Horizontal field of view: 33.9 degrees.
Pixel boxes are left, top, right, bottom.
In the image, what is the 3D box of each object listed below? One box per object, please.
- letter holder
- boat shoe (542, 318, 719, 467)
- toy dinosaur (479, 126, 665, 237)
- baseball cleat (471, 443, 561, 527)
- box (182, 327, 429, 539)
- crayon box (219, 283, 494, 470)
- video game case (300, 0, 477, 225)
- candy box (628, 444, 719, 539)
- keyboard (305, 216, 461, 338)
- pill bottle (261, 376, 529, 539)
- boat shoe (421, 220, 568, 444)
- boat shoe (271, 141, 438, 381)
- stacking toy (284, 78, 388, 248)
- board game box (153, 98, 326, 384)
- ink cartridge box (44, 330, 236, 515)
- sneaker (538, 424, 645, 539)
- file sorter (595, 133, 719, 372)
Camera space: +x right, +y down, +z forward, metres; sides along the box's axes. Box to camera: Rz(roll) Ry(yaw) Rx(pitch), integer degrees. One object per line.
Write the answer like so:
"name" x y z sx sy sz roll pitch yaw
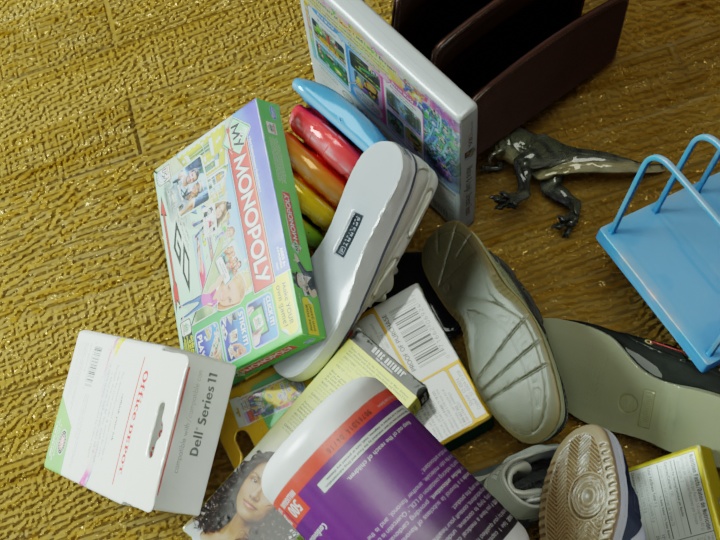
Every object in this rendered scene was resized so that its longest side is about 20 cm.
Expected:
"letter holder" 0.128 -0.210 0.997 0.199 0.143 0.101 -36 64 -24
"boat shoe" 0.222 0.091 0.931 0.200 0.063 0.074 24 113 29
"toy dinosaur" 0.160 -0.083 1.020 0.198 0.048 0.089 14 63 10
"baseball cleat" 0.082 0.179 0.885 0.199 0.107 0.070 -30 71 -3
"box" -0.038 0.144 0.889 0.075 0.050 0.200 38 80 16
"crayon box" -0.009 0.116 0.948 0.199 0.052 0.126 -29 71 -2
"video game case" 0.024 -0.144 0.987 0.024 0.182 0.200 -38 67 -13
"candy box" 0.231 0.238 0.857 0.102 0.026 0.202 -25 61 35
"keyboard" -0.012 0.003 1.021 0.198 0.021 0.128 -2 72 6
"pill bottle" 0.035 0.175 0.792 0.112 0.113 0.200 -43 78 -11
"boat shoe" 0.116 0.047 0.934 0.072 0.066 0.202 -44 54 25
"boat shoe" 0.000 0.000 0.924 0.071 0.070 0.201 29 95 45
"stacking toy" -0.060 -0.050 0.991 0.116 0.110 0.200 41 93 11
"board game box" -0.101 -0.018 0.945 0.134 0.029 0.202 -29 64 36
"ink cartridge box" -0.161 0.115 0.895 0.199 0.067 0.118 4 79 55
"sneaker" 0.186 0.213 0.818 0.070 0.108 0.202 -26 55 45
"file sorter" 0.315 -0.044 0.908 0.199 0.123 0.139 -23 64 -22
